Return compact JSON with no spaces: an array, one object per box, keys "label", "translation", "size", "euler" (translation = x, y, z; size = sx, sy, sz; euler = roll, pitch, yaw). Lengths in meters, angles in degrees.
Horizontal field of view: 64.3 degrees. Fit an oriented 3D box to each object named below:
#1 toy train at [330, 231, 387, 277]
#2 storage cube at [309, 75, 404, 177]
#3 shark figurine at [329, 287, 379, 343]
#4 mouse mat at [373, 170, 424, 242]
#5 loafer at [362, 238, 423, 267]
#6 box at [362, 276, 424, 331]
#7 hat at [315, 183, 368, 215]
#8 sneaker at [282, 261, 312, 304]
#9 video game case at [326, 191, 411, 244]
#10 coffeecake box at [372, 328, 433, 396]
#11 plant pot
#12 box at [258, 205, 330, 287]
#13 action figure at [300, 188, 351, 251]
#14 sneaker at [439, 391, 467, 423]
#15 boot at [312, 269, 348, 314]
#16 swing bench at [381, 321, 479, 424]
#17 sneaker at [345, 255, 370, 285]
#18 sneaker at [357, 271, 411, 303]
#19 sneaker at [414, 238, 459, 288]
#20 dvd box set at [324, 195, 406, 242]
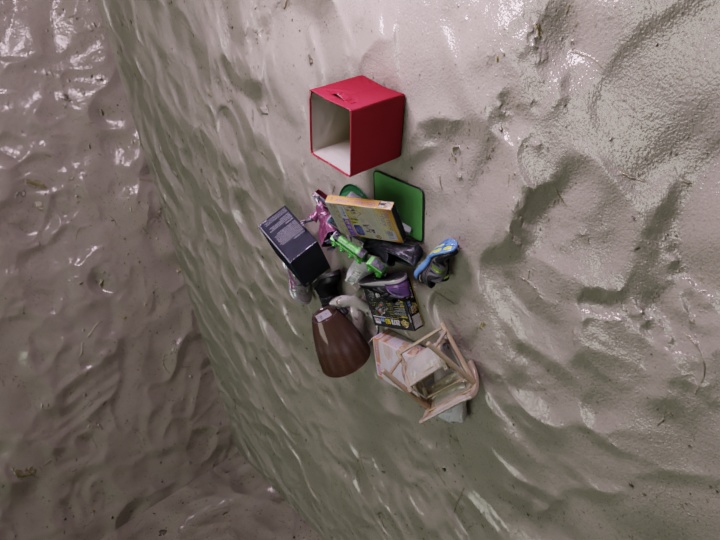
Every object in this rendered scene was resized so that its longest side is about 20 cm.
[{"label":"toy train","translation":[-0.006,-0.048,1.635],"size":[0.199,0.042,0.056],"euler":[35,165,12]},{"label":"storage cube","translation":[-0.011,-0.371,1.461],"size":[0.171,0.179,0.201],"euler":[36,140,36]},{"label":"shark figurine","translation":[0.012,0.140,1.914],"size":[0.214,0.128,0.089],"euler":[45,173,-2]},{"label":"mouse mat","translation":[0.104,-0.179,1.591],"size":[0.199,0.007,0.162],"euler":[32,137,41]},{"label":"loafer","translation":[0.083,-0.048,1.613],"size":[0.199,0.071,0.068],"euler":[9,157,39]},{"label":"box","translation":[0.094,0.097,1.762],"size":[0.199,0.049,0.161],"euler":[0,114,54]},{"label":"hat","translation":[-0.077,-0.161,1.705],"size":[0.165,0.175,0.202],"euler":[1,113,53]},{"label":"sneaker","translation":[-0.231,0.035,2.165],"size":[0.088,0.081,0.202],"euler":[-5,108,58]},{"label":"video game case","translation":[0.020,-0.130,1.626],"size":[0.199,0.023,0.182],"euler":[29,153,-13]},{"label":"coffeecake box","translation":[0.135,0.297,1.821],"size":[0.199,0.073,0.155],"euler":[22,129,47]},{"label":"plant pot","translation":[-0.086,0.227,1.951],"size":[0.186,0.187,0.201],"euler":[15,137,51]},{"label":"box","translation":[-0.225,-0.080,1.971],"size":[0.197,0.124,0.200],"euler":[49,171,26]},{"label":"action figure","translation":[-0.105,-0.175,1.838],"size":[0.134,0.148,0.202],"euler":[-38,61,49]},{"label":"sneaker","translation":[0.288,0.390,1.685],"size":[0.099,0.075,0.200],"euler":[37,143,6]},{"label":"boot","translation":[-0.093,0.090,1.998],"size":[0.159,0.079,0.211],"euler":[67,160,8]},{"label":"swing bench","translation":[0.203,0.291,1.606],"size":[0.199,0.130,0.201],"euler":[-37,92,35]},{"label":"sneaker","translation":[0.000,0.000,1.753],"size":[0.070,0.080,0.200],"euler":[37,164,3]},{"label":"sneaker","translation":[0.067,0.057,1.666],"size":[0.199,0.075,0.088],"euler":[0,116,54]},{"label":"sneaker","translation":[0.212,-0.016,1.503],"size":[0.083,0.071,0.200],"euler":[44,147,6]},{"label":"dvd box set","translation":[0.015,-0.140,1.550],"size":[0.198,0.030,0.147],"euler":[9,151,26]}]
